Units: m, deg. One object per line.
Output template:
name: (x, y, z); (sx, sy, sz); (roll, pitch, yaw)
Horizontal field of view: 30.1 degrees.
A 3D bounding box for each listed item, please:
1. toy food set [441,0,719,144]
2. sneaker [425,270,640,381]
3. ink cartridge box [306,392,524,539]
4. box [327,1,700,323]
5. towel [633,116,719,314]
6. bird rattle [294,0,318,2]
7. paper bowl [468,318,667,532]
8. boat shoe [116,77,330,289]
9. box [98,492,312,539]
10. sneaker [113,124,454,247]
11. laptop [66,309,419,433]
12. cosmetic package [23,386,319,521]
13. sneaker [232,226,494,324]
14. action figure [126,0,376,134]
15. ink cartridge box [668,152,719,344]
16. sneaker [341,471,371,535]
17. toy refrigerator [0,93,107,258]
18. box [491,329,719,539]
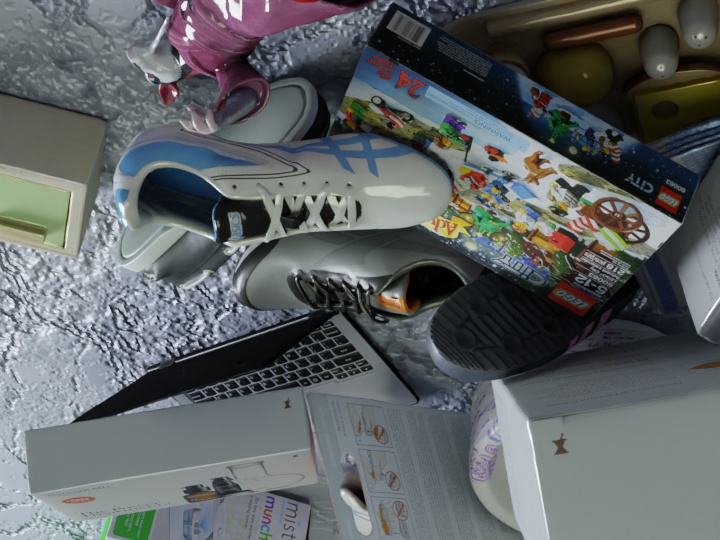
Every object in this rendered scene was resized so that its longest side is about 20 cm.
toy food set: (0.150, -0.096, 0.805); (0.199, 0.061, 0.144); (-9, 135, 18)
sneaker: (0.111, 0.037, 0.880); (0.199, 0.070, 0.082); (-21, 157, -38)
ink cartridge box: (0.039, 0.182, 1.005); (0.199, 0.163, 0.050); (11, 142, -40)
box: (0.080, -0.058, 0.789); (0.199, 0.038, 0.137); (29, 150, 0)
towel: (0.251, -0.045, 0.815); (0.199, 0.024, 0.147); (-20, 135, 17)
bird rattle: (0.000, -0.212, 0.616); (0.162, 0.201, 0.113); (1, 145, -30)
paper bowl: (0.182, 0.115, 1.000); (0.199, 0.105, 0.201); (4, 137, 4)
boat shoe: (-0.081, -0.054, 0.882); (0.060, 0.076, 0.200); (28, 137, -34)
box: (-0.158, 0.278, 1.237); (0.175, 0.097, 0.200); (19, 136, -9)
sneaker: (-0.045, -0.042, 0.779); (0.198, 0.073, 0.072); (3, 139, 4)
laptop: (-0.085, 0.109, 1.024); (0.186, 0.116, 0.200); (-18, 132, 26)
cosmetic package: (-0.133, 0.140, 0.997); (0.198, 0.052, 0.151); (-9, 160, -2)
sneaker: (0.000, 0.000, 0.920); (0.199, 0.080, 0.074); (-10, 137, 21)
action figure: (-0.075, -0.161, 0.764); (0.134, 0.149, 0.200); (55, 146, -2)
ink cartridge box: (0.280, -0.047, 0.735); (0.146, 0.086, 0.201); (7, 139, -15)
sneaker: (0.070, 0.204, 1.141); (0.199, 0.075, 0.087); (-10, 130, 18)
toy refrigerator: (-0.275, -0.075, 0.884); (0.199, 0.070, 0.076); (14, 137, -8)
box: (0.167, 0.109, 0.795); (0.151, 0.200, 0.107); (-10, 94, 1)
